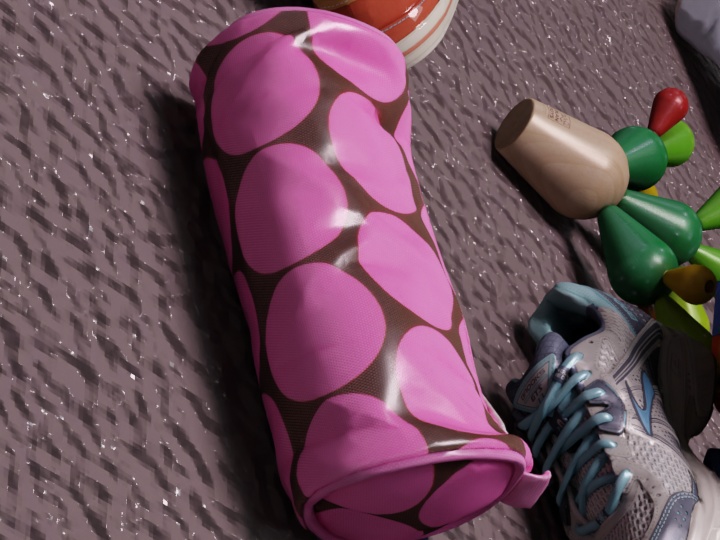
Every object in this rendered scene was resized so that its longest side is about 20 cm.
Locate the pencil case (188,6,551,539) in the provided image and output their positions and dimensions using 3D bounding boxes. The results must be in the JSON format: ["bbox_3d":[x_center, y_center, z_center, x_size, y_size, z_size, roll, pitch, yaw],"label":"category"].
[{"bbox_3d":[0.000,0.000,0.722,0.094,0.091,0.200,-4,61,-20],"label":"pencil case"}]

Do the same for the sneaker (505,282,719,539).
[{"bbox_3d":[0.096,0.076,0.831,0.086,0.078,0.200,35,26,-14],"label":"sneaker"}]

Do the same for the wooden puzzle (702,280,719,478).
[{"bbox_3d":[0.174,0.066,0.853,0.185,0.046,0.200,65,26,-85],"label":"wooden puzzle"}]

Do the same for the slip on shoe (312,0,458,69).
[{"bbox_3d":[0.017,-0.165,0.933,0.061,0.074,0.200,55,31,-28],"label":"slip on shoe"}]

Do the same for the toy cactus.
[{"bbox_3d":[0.144,-0.031,0.996,0.165,0.102,0.200,33,45,-21],"label":"toy cactus"}]

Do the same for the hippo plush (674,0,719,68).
[{"bbox_3d":[0.315,-0.126,1.282,0.161,0.159,0.200,28,39,-42],"label":"hippo plush"}]
